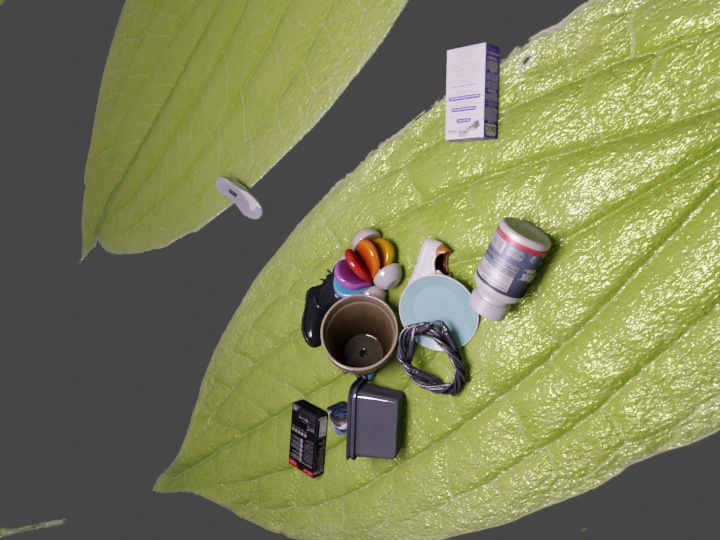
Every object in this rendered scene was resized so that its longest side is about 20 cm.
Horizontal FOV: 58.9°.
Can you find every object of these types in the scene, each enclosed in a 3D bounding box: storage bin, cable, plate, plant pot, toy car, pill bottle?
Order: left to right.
[{"bbox_3d":[0.000,0.000,1.675,0.177,0.148,0.201,56,128,26],"label":"toy car"},{"bbox_3d":[0.002,0.189,1.654,0.202,0.197,0.175,57,169,25],"label":"plant pot"},{"bbox_3d":[0.044,0.398,1.689,0.131,0.145,0.206,6,98,15],"label":"storage bin"},{"bbox_3d":[0.171,0.223,1.546,0.161,0.051,0.203,-24,98,29],"label":"cable"},{"bbox_3d":[0.189,0.099,1.534,0.195,0.026,0.205,9,116,18],"label":"plate"},{"bbox_3d":[0.314,0.000,1.374,0.119,0.118,0.203,42,122,35],"label":"pill bottle"}]

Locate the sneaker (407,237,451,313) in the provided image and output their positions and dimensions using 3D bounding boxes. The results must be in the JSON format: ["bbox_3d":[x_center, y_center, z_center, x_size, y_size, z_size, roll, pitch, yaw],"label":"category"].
[{"bbox_3d":[0.169,0.030,1.558,0.084,0.072,0.205,28,111,43],"label":"sneaker"}]

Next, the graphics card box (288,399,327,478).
[{"bbox_3d":[-0.162,0.514,1.957,0.124,0.050,0.206,14,104,45],"label":"graphics card box"}]

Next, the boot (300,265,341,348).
[{"bbox_3d":[-0.094,0.100,1.799,0.161,0.072,0.203,-32,47,43],"label":"boot"}]

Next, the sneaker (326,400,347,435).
[{"bbox_3d":[-0.046,0.418,1.779,0.200,0.074,0.079,158,91,-83],"label":"sneaker"}]

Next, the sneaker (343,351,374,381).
[{"bbox_3d":[-0.039,0.244,1.792,0.199,0.070,0.084,43,116,31],"label":"sneaker"}]

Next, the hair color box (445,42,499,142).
[{"bbox_3d":[0.252,-0.398,1.443,0.108,0.064,0.206,6,96,44],"label":"hair color box"}]

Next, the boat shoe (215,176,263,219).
[{"bbox_3d":[-0.391,-0.244,2.116,0.198,0.065,0.073,34,115,15],"label":"boat shoe"}]
